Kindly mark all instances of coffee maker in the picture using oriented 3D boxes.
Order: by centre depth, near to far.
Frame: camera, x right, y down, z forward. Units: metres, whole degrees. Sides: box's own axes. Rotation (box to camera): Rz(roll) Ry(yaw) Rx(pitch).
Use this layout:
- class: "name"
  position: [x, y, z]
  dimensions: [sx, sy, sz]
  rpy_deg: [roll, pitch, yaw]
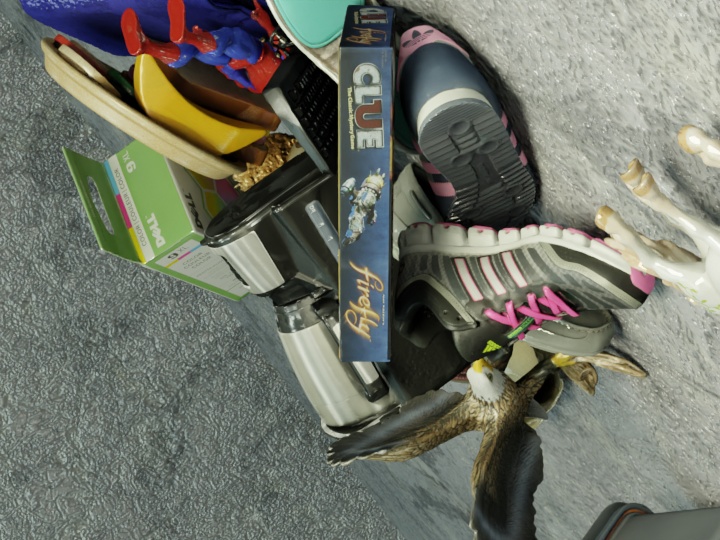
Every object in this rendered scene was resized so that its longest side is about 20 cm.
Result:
- class: "coffee maker"
  position: [0.000, 0.000, 1.393]
  dimensions: [0.134, 0.192, 0.201]
  rpy_deg: [-5, 120, 56]

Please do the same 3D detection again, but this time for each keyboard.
- class: "keyboard"
  position: [-0.025, -0.144, 1.262]
  dimensions: [0.104, 0.040, 0.200]
  rpy_deg: [51, -161, -13]

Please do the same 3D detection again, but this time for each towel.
- class: "towel"
  position: [-0.154, -0.209, 1.387]
  dimensions: [0.199, 0.050, 0.147]
  rpy_deg: [3, 170, 33]

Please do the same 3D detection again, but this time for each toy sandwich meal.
- class: "toy sandwich meal"
  position: [-0.150, -0.140, 1.355]
  dimensions: [0.204, 0.071, 0.205]
  rpy_deg: [33, -173, -5]

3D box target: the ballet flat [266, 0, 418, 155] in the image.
- class: "ballet flat"
  position: [-0.008, -0.165, 1.211]
  dimensions: [0.200, 0.069, 0.069]
  rpy_deg: [52, 170, -12]

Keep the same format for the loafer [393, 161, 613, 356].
- class: "loafer"
  position: [0.099, -0.008, 1.274]
  dimensions: [0.199, 0.070, 0.070]
  rpy_deg: [32, 123, 18]

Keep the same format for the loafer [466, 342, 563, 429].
- class: "loafer"
  position: [0.135, 0.104, 1.514]
  dimensions: [0.068, 0.075, 0.200]
  rpy_deg: [52, 172, 27]

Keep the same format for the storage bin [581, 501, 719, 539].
- class: "storage bin"
  position: [0.277, 0.267, 1.362]
  dimensions: [0.200, 0.146, 0.134]
  rpy_deg: [52, 143, -11]

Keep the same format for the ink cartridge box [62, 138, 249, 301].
- class: "ink cartridge box"
  position: [-0.148, -0.050, 1.443]
  dimensions: [0.200, 0.059, 0.104]
  rpy_deg: [23, -141, -58]

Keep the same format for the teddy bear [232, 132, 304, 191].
- class: "teddy bear"
  position: [-0.022, -0.037, 1.491]
  dimensions: [0.201, 0.144, 0.067]
  rpy_deg: [69, 153, 14]

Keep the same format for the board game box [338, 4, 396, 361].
- class: "board game box"
  position: [0.005, -0.059, 1.139]
  dimensions: [0.136, 0.034, 0.202]
  rpy_deg: [-86, -4, -71]

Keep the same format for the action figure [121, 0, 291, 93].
- class: "action figure"
  position: [-0.092, -0.165, 1.297]
  dimensions: [0.200, 0.065, 0.052]
  rpy_deg: [13, -116, -59]

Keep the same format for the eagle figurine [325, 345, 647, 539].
- class: "eagle figurine"
  position: [0.085, 0.114, 1.282]
  dimensions: [0.151, 0.201, 0.151]
  rpy_deg: [4, 142, 53]

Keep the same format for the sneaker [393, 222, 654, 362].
- class: "sneaker"
  position: [0.099, 0.021, 1.152]
  dimensions: [0.199, 0.088, 0.074]
  rpy_deg: [4, 160, 38]

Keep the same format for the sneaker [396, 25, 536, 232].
- class: "sneaker"
  position: [0.069, -0.089, 1.166]
  dimensions: [0.200, 0.070, 0.083]
  rpy_deg: [67, -178, -63]

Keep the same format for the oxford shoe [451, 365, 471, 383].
- class: "oxford shoe"
  position: [0.099, 0.073, 1.643]
  dimensions: [0.074, 0.071, 0.200]
  rpy_deg: [29, 180, -20]

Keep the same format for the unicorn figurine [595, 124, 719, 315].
- class: "unicorn figurine"
  position: [0.192, -0.005, 0.889]
  dimensions: [0.137, 0.074, 0.200]
  rpy_deg: [41, -175, -2]
